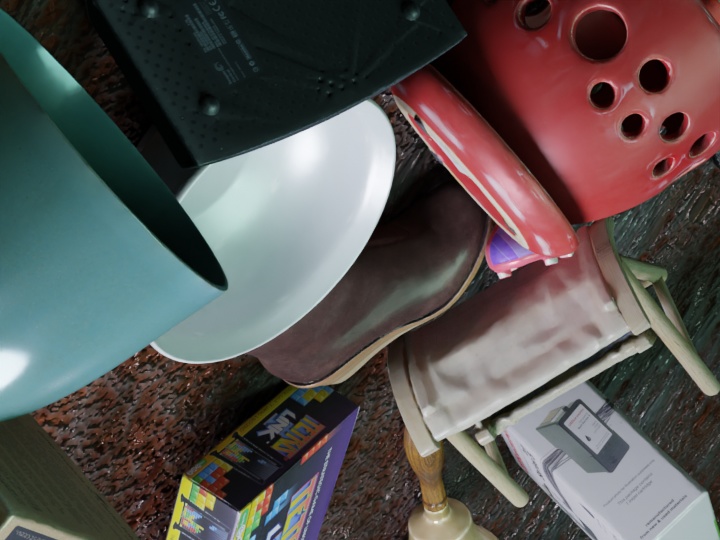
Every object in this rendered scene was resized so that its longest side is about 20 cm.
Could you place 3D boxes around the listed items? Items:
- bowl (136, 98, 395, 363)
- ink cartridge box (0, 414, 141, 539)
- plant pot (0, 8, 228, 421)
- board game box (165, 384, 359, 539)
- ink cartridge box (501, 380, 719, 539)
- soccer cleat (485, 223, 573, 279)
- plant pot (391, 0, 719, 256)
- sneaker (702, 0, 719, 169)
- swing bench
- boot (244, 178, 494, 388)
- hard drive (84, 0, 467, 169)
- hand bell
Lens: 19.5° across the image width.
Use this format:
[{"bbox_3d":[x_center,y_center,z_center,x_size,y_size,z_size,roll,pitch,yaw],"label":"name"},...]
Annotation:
[{"bbox_3d":[-0.081,-0.049,1.290,0.201,0.090,0.201,-33,148,-25],"label":"bowl"},{"bbox_3d":[-0.227,0.114,1.175,0.075,0.200,0.165,-49,149,1],"label":"ink cartridge box"},{"bbox_3d":[-0.193,-0.015,1.088,0.161,0.201,0.201,-40,151,5],"label":"plant pot"},{"bbox_3d":[-0.085,0.198,1.563,0.165,0.057,0.200,-38,152,-48],"label":"board game box"},{"bbox_3d":[0.215,0.180,1.835,0.084,0.200,0.146,-42,149,-7],"label":"ink cartridge box"},{"bbox_3d":[0.130,-0.053,1.528,0.067,0.077,0.200,-16,-168,27],"label":"soccer cleat"},{"bbox_3d":[0.135,-0.120,1.388,0.182,0.200,0.200,-43,150,1],"label":"plant pot"},{"bbox_3d":[0.293,-0.159,1.674,0.093,0.070,0.200,-40,147,-4],"label":"sneaker"},{"bbox_3d":[0.144,0.064,1.624,0.199,0.130,0.200,-30,151,15],"label":"swing bench"},{"bbox_3d":[0.000,0.000,1.469,0.200,0.072,0.166,-49,153,7],"label":"boot"},{"bbox_3d":[-0.050,-0.141,1.192,0.200,0.135,0.042,-29,172,-31],"label":"hard drive"},{"bbox_3d":[0.064,0.191,1.782,0.104,0.104,0.200,-34,136,-23],"label":"hand bell"}]
